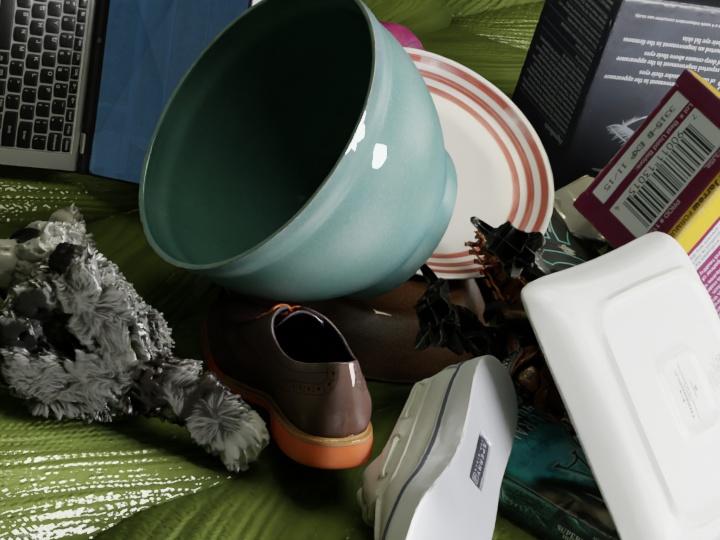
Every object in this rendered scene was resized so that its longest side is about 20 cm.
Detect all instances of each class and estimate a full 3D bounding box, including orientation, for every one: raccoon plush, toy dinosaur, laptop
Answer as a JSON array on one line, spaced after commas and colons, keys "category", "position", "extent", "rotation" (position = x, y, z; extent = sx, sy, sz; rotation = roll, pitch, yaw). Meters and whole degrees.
[{"category": "raccoon plush", "position": [-0.149, 0.046, 1.299], "extent": [0.200, 0.097, 0.134], "rotation": [45, 10, -13]}, {"category": "toy dinosaur", "position": [0.103, 0.040, 1.376], "extent": [0.136, 0.102, 0.200], "rotation": [39, -7, -36]}, {"category": "laptop", "position": [-0.189, -0.154, 1.436], "extent": [0.199, 0.188, 0.116], "rotation": [5, 7, -24]}]

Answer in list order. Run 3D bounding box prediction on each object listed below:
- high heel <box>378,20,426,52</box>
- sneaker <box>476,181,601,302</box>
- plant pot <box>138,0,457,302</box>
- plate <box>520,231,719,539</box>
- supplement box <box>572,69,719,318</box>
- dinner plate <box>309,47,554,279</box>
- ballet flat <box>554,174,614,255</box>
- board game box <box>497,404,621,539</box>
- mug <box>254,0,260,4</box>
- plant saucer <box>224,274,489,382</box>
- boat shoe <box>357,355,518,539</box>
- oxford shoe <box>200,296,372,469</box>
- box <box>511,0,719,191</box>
[{"category": "high heel", "position": [-0.027, -0.128, 1.580], "extent": [0.200, 0.068, 0.096], "rotation": [-33, 54, -29]}, {"category": "sneaker", "position": [0.127, 0.000, 1.519], "extent": [0.199, 0.076, 0.079], "rotation": [28, 32, 18]}, {"category": "plant pot", "position": [-0.023, -0.062, 1.358], "extent": [0.134, 0.200, 0.200], "rotation": [33, 15, -38]}, {"category": "plate", "position": [0.193, 0.079, 1.328], "extent": [0.200, 0.032, 0.200], "rotation": [-19, 85, -55]}, {"category": "supplement box", "position": [0.271, -0.032, 1.530], "extent": [0.200, 0.131, 0.103], "rotation": [31, 14, -41]}, {"category": "dinner plate", "position": [0.041, -0.074, 1.507], "extent": [0.199, 0.024, 0.201], "rotation": [11, 55, -15]}, {"category": "ballet flat", "position": [0.190, -0.033, 1.619], "extent": [0.199, 0.071, 0.069], "rotation": [6, 31, -23]}, {"category": "board game box", "position": [0.155, 0.118, 1.374], "extent": [0.135, 0.028, 0.200], "rotation": [29, 30, 21]}, {"category": "mug", "position": [-0.099, -0.196, 1.543], "extent": [0.186, 0.149, 0.154], "rotation": [-5, 56, 32]}, {"category": "plant saucer", "position": [0.000, 0.000, 1.470], "extent": [0.199, 0.037, 0.201], "rotation": [15, 31, -9]}, {"category": "boat shoe", "position": [0.034, 0.130, 1.245], "extent": [0.070, 0.071, 0.200], "rotation": [-16, 35, 31]}, {"category": "oxford shoe", "position": [-0.042, 0.048, 1.311], "extent": [0.071, 0.073, 0.200], "rotation": [-6, 23, -27]}, {"category": "box", "position": [0.212, -0.143, 1.691], "extent": [0.147, 0.201, 0.104], "rotation": [4, 31, -27]}]
